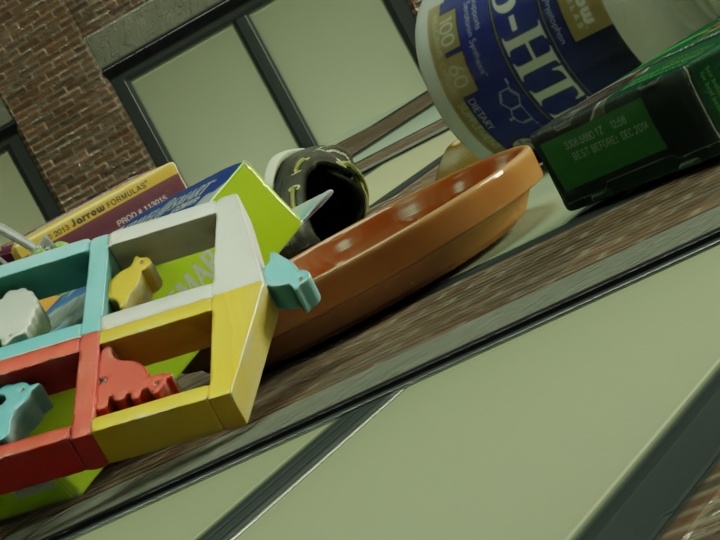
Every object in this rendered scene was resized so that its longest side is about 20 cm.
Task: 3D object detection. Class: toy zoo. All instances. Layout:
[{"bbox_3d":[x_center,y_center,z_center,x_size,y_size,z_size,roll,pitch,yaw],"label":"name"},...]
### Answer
[{"bbox_3d":[-0.113,0.033,1.114,0.199,0.021,0.131,-16,38,13],"label":"toy zoo"}]

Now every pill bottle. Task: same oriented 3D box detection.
[{"bbox_3d":[0.139,-0.144,1.451,0.200,0.120,0.120,-26,5,37],"label":"pill bottle"}]

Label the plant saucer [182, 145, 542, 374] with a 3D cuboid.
[{"bbox_3d":[0.000,0.000,1.269,0.200,0.032,0.200,-29,5,3],"label":"plant saucer"}]

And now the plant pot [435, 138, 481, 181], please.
[{"bbox_3d":[0.129,-0.103,1.656,0.200,0.028,0.200,-29,5,3],"label":"plant pot"}]

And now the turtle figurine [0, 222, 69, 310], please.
[{"bbox_3d":[-0.176,-0.006,1.518,0.193,0.201,0.144,-8,-33,5],"label":"turtle figurine"}]

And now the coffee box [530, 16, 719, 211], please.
[{"bbox_3d":[0.181,-0.098,1.169,0.200,0.044,0.123,-32,5,-31],"label":"coffee box"}]

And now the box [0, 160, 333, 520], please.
[{"bbox_3d":[-0.109,0.028,1.212,0.200,0.048,0.122,-51,16,-30],"label":"box"}]

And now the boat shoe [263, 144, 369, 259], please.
[{"bbox_3d":[-0.025,-0.032,1.549,0.060,0.072,0.201,-22,13,20],"label":"boat shoe"}]

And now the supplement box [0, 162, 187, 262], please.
[{"bbox_3d":[-0.179,0.000,1.883,0.131,0.103,0.200,-30,6,-11],"label":"supplement box"}]
